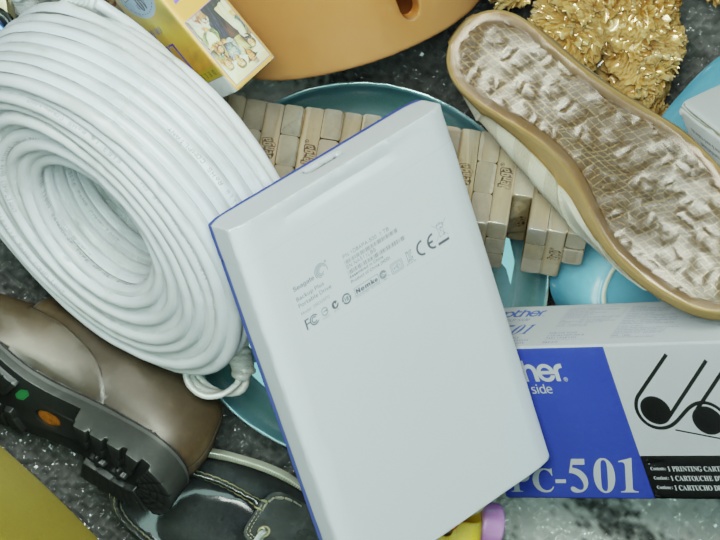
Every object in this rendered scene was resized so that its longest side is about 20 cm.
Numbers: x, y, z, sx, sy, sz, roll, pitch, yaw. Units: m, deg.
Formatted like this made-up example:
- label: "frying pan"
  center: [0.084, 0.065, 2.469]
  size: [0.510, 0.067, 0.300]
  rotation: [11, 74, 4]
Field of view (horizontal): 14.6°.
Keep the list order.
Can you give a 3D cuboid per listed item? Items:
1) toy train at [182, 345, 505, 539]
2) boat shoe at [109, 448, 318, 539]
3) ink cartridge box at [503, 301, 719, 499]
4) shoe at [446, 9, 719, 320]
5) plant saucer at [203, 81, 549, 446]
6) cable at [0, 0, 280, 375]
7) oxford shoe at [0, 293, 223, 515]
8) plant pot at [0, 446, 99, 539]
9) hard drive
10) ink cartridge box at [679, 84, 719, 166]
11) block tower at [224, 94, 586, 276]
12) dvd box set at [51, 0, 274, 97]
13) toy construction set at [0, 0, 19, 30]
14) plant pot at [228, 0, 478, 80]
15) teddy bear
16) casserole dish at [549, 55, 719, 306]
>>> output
- label: "toy train"
  center: [-0.005, 0.110, 1.431]
  size: [0.150, 0.056, 0.201]
  rotation: [-21, 88, -17]
- label: "boat shoe"
  center: [-0.042, 0.151, 1.487]
  size: [0.200, 0.068, 0.072]
  rotation: [28, 99, 1]
- label: "ink cartridge box"
  center: [0.152, 0.065, 1.405]
  size: [0.199, 0.044, 0.094]
  rotation: [-2, 120, 36]
- label: "shoe"
  center: [0.123, -0.051, 1.379]
  size: [0.070, 0.053, 0.200]
  rotation: [-43, 73, -2]
- label: "plant saucer"
  center: [0.000, 0.000, 1.487]
  size: [0.199, 0.027, 0.201]
  rotation: [0, 97, 3]
- label: "cable"
  center: [-0.115, -0.038, 1.387]
  size: [0.200, 0.200, 0.069]
  rotation: [33, 59, 22]
- label: "oxford shoe"
  center: [-0.160, 0.044, 1.486]
  size: [0.200, 0.073, 0.084]
  rotation: [33, 63, 9]
- label: "plant pot"
  center: [-0.245, 0.169, 1.444]
  size: [0.200, 0.200, 0.177]
  rotation: [-35, 82, 6]
- label: "hard drive"
  center: [0.012, 0.036, 1.359]
  size: [0.132, 0.025, 0.201]
  rotation: [-32, 117, -28]
- label: "ink cartridge box"
  center: [0.266, -0.015, 1.407]
  size: [0.145, 0.084, 0.201]
  rotation: [-25, 113, -5]
- label: "block tower"
  center: [0.017, -0.042, 1.431]
  size: [0.199, 0.054, 0.058]
  rotation: [9, 65, 3]
- label: "dvd box set"
  center: [-0.135, -0.162, 1.374]
  size: [0.029, 0.146, 0.200]
  rotation: [-43, 102, -17]
- label: "toy construction set"
  center: [-0.243, -0.135, 1.456]
  size: [0.131, 0.092, 0.201]
  rotation: [-12, 107, 4]
- label: "plant pot"
  center: [-0.020, -0.185, 1.395]
  size: [0.199, 0.200, 0.140]
  rotation: [-17, 112, 4]
- label: "teddy bear"
  center: [0.131, -0.146, 1.444]
  size: [0.145, 0.067, 0.200]
  rotation: [29, 98, -3]
- label: "casserole dish"
  center: [0.187, -0.022, 1.452]
  size: [0.121, 0.039, 0.200]
  rotation: [37, 97, -21]
